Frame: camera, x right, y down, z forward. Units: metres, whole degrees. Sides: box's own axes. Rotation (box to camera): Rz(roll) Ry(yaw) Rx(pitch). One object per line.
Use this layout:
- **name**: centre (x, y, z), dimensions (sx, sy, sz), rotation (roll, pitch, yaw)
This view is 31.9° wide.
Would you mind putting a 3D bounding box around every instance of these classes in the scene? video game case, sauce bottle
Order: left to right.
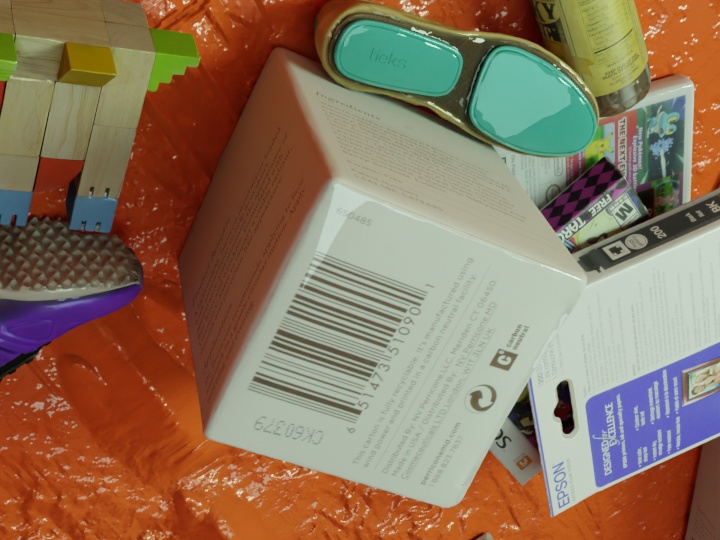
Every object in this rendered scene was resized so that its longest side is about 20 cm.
- **video game case**: centre (0.146, 0.043, 0.919), dimensions (0.199, 0.036, 0.181), rotation (-39, 128, 4)
- **sauce bottle**: centre (0.130, -0.190, 0.777), dimensions (0.064, 0.065, 0.201), rotation (-28, 125, -3)
- **video game case**: centre (0.157, -0.028, 0.916), dimensions (0.180, 0.023, 0.202), rotation (-16, 124, -12)

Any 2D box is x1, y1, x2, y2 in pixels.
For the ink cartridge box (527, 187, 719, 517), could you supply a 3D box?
- **ink cartridge box**: centre (0.202, 0.060, 0.903), dimensions (0.198, 0.043, 0.200), rotation (-23, 127, -12)

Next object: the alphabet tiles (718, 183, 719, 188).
- **alphabet tiles**: centre (0.370, -0.082, 0.979), dimensions (0.197, 0.006, 0.168), rotation (7, 118, -26)

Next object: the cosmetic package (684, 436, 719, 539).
- **cosmetic package**: centre (0.405, 0.192, 1.095), dimensions (0.196, 0.123, 0.202), rotation (-11, 125, -16)

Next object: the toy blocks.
- **toy blocks**: centre (-0.204, -0.086, 0.696), dimensions (0.197, 0.101, 0.138), rotation (4, 130, -25)

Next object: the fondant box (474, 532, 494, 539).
- **fondant box**: centre (0.094, 0.340, 1.102), dimensions (0.143, 0.058, 0.201), rotation (-31, 128, -2)

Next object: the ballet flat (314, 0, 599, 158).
- **ballet flat**: centre (0.061, -0.127, 0.784), dimensions (0.198, 0.063, 0.069), rotation (18, 110, -25)

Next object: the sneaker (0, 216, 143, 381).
- **sneaker**: centre (-0.229, 0.035, 0.773), dimensions (0.197, 0.070, 0.101), rotation (-11, 131, -11)

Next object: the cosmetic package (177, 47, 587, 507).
- **cosmetic package**: centre (0.000, 0.000, 0.746), dimensions (0.163, 0.201, 0.166), rotation (19, 113, -22)
